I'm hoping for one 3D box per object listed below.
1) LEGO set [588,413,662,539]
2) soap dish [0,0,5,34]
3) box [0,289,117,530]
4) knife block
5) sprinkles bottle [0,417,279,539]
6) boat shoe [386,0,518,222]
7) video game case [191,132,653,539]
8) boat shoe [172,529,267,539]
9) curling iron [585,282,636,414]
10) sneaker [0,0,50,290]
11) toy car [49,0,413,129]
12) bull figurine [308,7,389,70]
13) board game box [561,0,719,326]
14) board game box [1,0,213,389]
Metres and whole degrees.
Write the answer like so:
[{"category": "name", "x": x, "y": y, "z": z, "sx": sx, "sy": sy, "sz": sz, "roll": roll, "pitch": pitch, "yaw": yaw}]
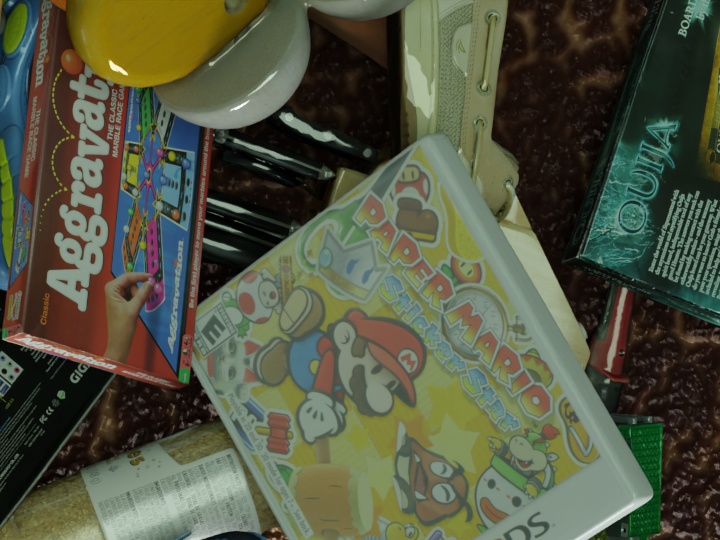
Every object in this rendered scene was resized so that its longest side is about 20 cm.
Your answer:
[{"category": "LEGO set", "x": 0.071, "y": 0.147, "z": 1.475, "sx": 0.154, "sy": 0.116, "sz": 0.200, "roll": -14, "pitch": 102, "yaw": -50}, {"category": "soap dish", "x": -0.219, "y": -0.198, "z": 1.407, "sx": 0.081, "sy": 0.157, "sz": 0.200, "roll": 7, "pitch": 92, "yaw": -27}, {"category": "box", "x": -0.222, "y": 0.055, "z": 1.423, "sx": 0.160, "sy": 0.049, "sz": 0.200, "roll": 40, "pitch": 57, "yaw": -8}, {"category": "knife block", "x": 0.000, "y": 0.000, "z": 1.495, "sx": 0.175, "sy": 0.064, "sz": 0.200, "roll": -27, "pitch": 97, "yaw": -7}, {"category": "sprinkles bottle", "x": -0.086, "y": 0.114, "z": 1.482, "sx": 0.200, "sy": 0.068, "sz": 0.068, "roll": -21, "pitch": 96, "yaw": -8}, {"category": "boat shoe", "x": 0.048, "y": -0.047, "z": 1.434, "sx": 0.065, "sy": 0.072, "sz": 0.200, "roll": -1, "pitch": 88, "yaw": -9}, {"category": "video game case", "x": 0.020, "y": 0.065, "z": 1.392, "sx": 0.182, "sy": 0.023, "sz": 0.200, "roll": -36, "pitch": 77, "yaw": 30}, {"category": "boat shoe", "x": -0.123, "y": 0.197, "z": 1.434, "sx": 0.200, "sy": 0.069, "sz": 0.084, "roll": -41, "pitch": 62, "yaw": 21}, {"category": "curling iron", "x": 0.140, "y": 0.050, "z": 1.539, "sx": 0.050, "sy": 0.026, "sz": 0.200, "roll": 18, "pitch": 90, "yaw": -9}, {"category": "sneaker", "x": -0.155, "y": -0.080, "z": 1.456, "sx": 0.083, "sy": 0.071, "sz": 0.200, "roll": 17, "pitch": 65, "yaw": -46}, {"category": "toy car", "x": -0.069, "y": -0.181, "z": 1.377, "sx": 0.200, "sy": 0.150, "sz": 0.175, "roll": -39, "pitch": 135, "yaw": -2}, {"category": "bull figurine", "x": -0.029, "y": -0.183, "z": 1.478, "sx": 0.200, "sy": 0.065, "sz": 0.121, "roll": 31, "pitch": 93, "yaw": -10}, {"category": "board game box", "x": 0.199, "y": -0.073, "z": 1.525, "sx": 0.135, "sy": 0.028, "sz": 0.200, "roll": 22, "pitch": 79, "yaw": -12}, {"category": "board game box", "x": -0.119, "y": -0.051, "z": 1.419, "sx": 0.103, "sy": 0.019, "sz": 0.200, "roll": 18, "pitch": 67, "yaw": -38}]
